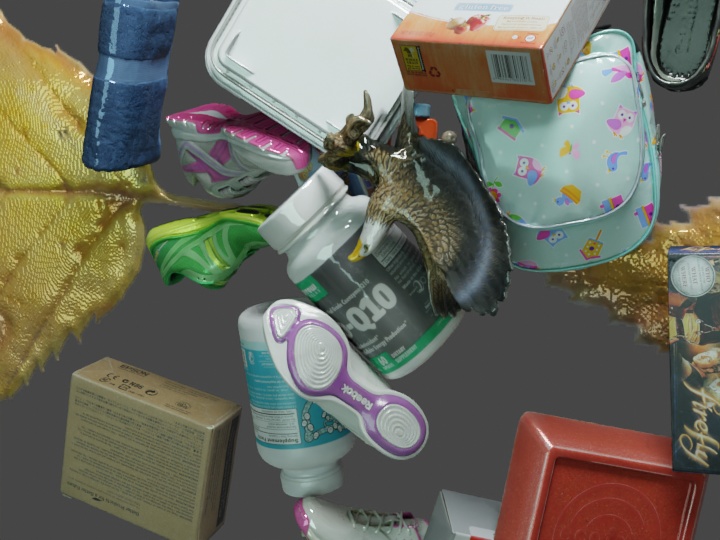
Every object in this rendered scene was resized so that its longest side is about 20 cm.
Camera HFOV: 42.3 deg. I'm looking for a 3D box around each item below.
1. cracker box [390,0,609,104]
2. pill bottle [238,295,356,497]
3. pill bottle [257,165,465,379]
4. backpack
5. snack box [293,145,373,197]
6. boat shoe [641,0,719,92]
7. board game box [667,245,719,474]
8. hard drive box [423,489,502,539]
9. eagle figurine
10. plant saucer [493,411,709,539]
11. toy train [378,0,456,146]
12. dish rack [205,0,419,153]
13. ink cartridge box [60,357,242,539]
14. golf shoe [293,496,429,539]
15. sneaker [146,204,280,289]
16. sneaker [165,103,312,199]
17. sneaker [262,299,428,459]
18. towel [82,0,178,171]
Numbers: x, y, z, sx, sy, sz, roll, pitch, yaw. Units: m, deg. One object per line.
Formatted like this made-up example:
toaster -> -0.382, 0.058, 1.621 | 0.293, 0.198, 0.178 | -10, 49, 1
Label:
cracker box -> 0.130, -0.229, 0.779 | 0.133, 0.201, 0.058 | 12, 143, 31
pill bottle -> -0.064, 0.134, 0.994 | 0.110, 0.111, 0.202 | -4, 101, 23
pill bottle -> 0.000, 0.000, 0.915 | 0.113, 0.113, 0.200 | -41, 98, 24
backpack -> 0.177, -0.098, 0.821 | 0.174, 0.153, 0.202 | -12, 105, 12
snack box -> -0.039, -0.117, 0.975 | 0.071, 0.024, 0.201 | -22, 92, 24
boat shoe -> 0.282, -0.256, 0.793 | 0.073, 0.063, 0.203 | 7, 103, 23
board game box -> 0.338, 0.079, 0.804 | 0.134, 0.035, 0.202 | -1, 103, 23
hard drive box -> 0.129, 0.341, 0.948 | 0.154, 0.077, 0.202 | 13, 108, -8
eagle figurine -> 0.050, -0.054, 0.826 | 0.199, 0.152, 0.151 | 36, 127, -3
plant saucer -> 0.228, 0.249, 0.872 | 0.198, 0.037, 0.202 | 11, 93, -8
toy train -> 0.020, -0.195, 0.922 | 0.149, 0.056, 0.202 | 0, 95, 4
dish rack -> -0.035, -0.213, 0.876 | 0.199, 0.044, 0.172 | 33, 96, 0
ink cartridge box -> -0.251, 0.215, 1.109 | 0.198, 0.075, 0.166 | 17, 109, 18
golf shoe -> 0.019, 0.280, 0.989 | 0.199, 0.075, 0.092 | 36, 105, -25
sneaker -> -0.145, -0.025, 1.017 | 0.199, 0.074, 0.084 | -9, 96, 33
sneaker -> -0.121, -0.118, 0.971 | 0.199, 0.081, 0.089 | 19, 124, 44
sneaker -> -0.025, 0.111, 0.912 | 0.200, 0.100, 0.075 | 46, 76, -8
towel -> -0.240, -0.205, 0.983 | 0.048, 0.112, 0.202 | 18, 108, 11
